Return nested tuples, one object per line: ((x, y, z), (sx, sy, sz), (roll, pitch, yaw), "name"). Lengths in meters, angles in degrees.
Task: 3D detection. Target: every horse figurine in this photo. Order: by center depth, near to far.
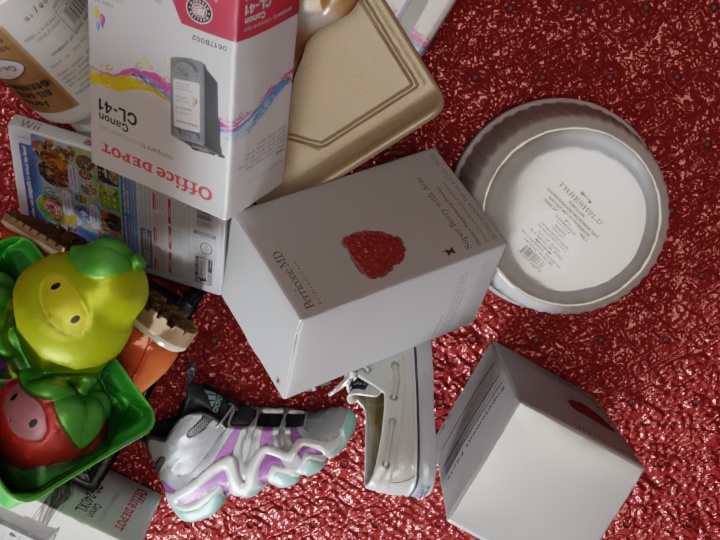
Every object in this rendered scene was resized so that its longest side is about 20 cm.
((-0.054, -0.226, 0.912), (0.200, 0.050, 0.133), (-38, 88, 13), "horse figurine")

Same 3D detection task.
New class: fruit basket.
((-0.249, 0.060, 0.881), (0.155, 0.215, 0.216), (-29, 102, -39), "fruit basket")

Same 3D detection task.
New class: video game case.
((-0.212, -0.055, 1.020), (0.200, 0.018, 0.143), (17, 141, 4), "video game case")

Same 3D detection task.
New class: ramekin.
((0.182, -0.053, 1.029), (0.200, 0.105, 0.201), (0, 100, 0), "ramekin")

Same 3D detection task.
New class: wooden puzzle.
((-0.055, -0.173, 0.964), (0.185, 0.037, 0.200), (-31, 95, 9), "wooden puzzle")

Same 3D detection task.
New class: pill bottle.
((-0.250, -0.190, 0.960), (0.114, 0.114, 0.200), (-33, 141, 6), "pill bottle")

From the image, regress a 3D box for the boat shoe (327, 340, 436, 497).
((0.015, 0.104, 1.031), (0.086, 0.075, 0.202), (6, 64, -16), "boat shoe")

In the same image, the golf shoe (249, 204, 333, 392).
((-0.067, 0.013, 1.069), (0.088, 0.077, 0.200), (-27, 101, -16), "golf shoe")

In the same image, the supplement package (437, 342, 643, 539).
((0.149, 0.162, 1.012), (0.121, 0.200, 0.120), (29, 99, -5), "supplement package")

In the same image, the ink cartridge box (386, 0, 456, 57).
((0.006, -0.248, 1.005), (0.145, 0.088, 0.200), (32, 102, -5), "ink cartridge box")

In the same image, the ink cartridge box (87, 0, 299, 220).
((-0.132, -0.160, 0.887), (0.147, 0.086, 0.200), (24, 126, 22), "ink cartridge box")

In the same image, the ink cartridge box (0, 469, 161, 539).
((-0.296, 0.222, 1.060), (0.200, 0.145, 0.084), (26, 97, -4), "ink cartridge box")

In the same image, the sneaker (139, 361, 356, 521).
((-0.115, 0.140, 1.073), (0.200, 0.078, 0.140), (-26, 106, 4), "sneaker")

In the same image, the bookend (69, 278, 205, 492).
((-0.279, 0.064, 1.059), (0.198, 0.092, 0.200), (29, 98, -4), "bookend")

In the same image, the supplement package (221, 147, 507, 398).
((0.000, 0.000, 0.973), (0.200, 0.120, 0.121), (-21, 60, -25), "supplement package")

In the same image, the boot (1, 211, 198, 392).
((-0.247, 0.034, 0.981), (0.200, 0.075, 0.107), (38, 99, 12), "boot")
